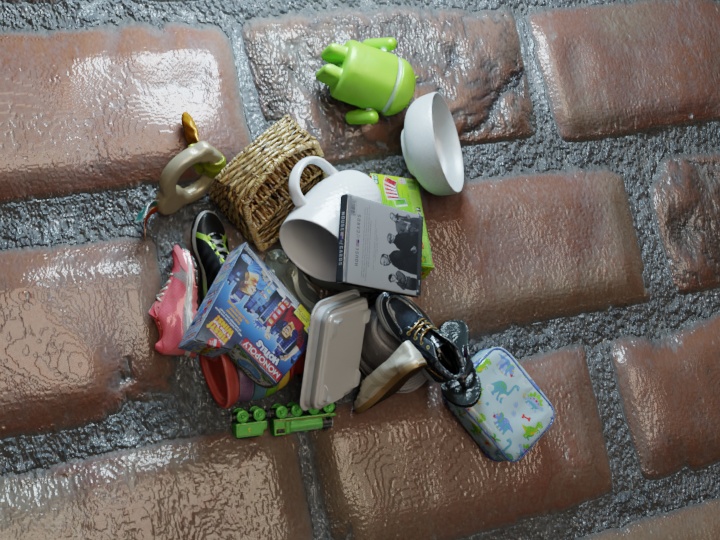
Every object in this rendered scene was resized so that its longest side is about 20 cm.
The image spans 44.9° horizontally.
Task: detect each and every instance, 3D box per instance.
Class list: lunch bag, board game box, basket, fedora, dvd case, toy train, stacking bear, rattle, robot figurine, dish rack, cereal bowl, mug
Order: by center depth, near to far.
[{"bbox_3d":[-0.193,0.093,1.432,0.200,0.062,0.200,50,50,-12],"label":"board game box"},{"bbox_3d":[0.037,-0.039,1.511,0.199,0.025,0.151,12,78,-45],"label":"dvd case"},{"bbox_3d":[-0.037,0.142,1.528,0.171,0.043,0.201,-18,120,-61],"label":"dish rack"},{"bbox_3d":[-0.163,0.160,1.529,0.199,0.121,0.114,-15,84,-30],"label":"stacking bear"},{"bbox_3d":[-0.348,-0.171,1.538,0.200,0.130,0.143,-42,85,5],"label":"rattle"},{"bbox_3d":[-0.054,-0.111,1.552,0.200,0.147,0.176,53,50,-23],"label":"mug"},{"bbox_3d":[-0.135,0.266,1.555,0.199,0.042,0.057,-3,91,-21],"label":"toy train"},{"bbox_3d":[-0.150,-0.160,1.562,0.149,0.143,0.200,46,68,-1],"label":"basket"},{"bbox_3d":[0.077,0.131,1.629,0.200,0.090,0.177,46,69,-8],"label":"fedora"},{"bbox_3d":[0.070,-0.085,1.651,0.101,0.048,0.201,5,58,-22],"label":"board game box"},{"bbox_3d":[0.018,-0.371,1.684,0.199,0.116,0.176,15,82,-18],"label":"robot figurine"},{"bbox_3d":[0.270,0.258,1.685,0.161,0.082,0.200,-43,96,-21],"label":"lunch bag"},{"bbox_3d":[0.132,-0.238,1.687,0.083,0.200,0.201,-11,83,20],"label":"cereal bowl"}]

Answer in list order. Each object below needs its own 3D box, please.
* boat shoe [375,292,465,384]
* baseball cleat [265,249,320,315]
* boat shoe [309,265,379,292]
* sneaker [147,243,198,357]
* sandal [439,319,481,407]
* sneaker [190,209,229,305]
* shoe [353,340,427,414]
[{"bbox_3d":[0.111,0.113,1.547,0.071,0.091,0.201,-40,93,-21],"label":"boat shoe"},{"bbox_3d":[-0.107,0.053,1.592,0.070,0.106,0.201,-35,66,10],"label":"baseball cleat"},{"bbox_3d":[0.000,0.000,1.641,0.199,0.071,0.064,5,60,-17],"label":"boat shoe"},{"bbox_3d":[-0.324,0.051,1.503,0.086,0.074,0.201,-2,80,-18],"label":"sneaker"},{"bbox_3d":[0.177,0.168,1.633,0.075,0.048,0.201,-14,46,7],"label":"sandal"},{"bbox_3d":[-0.240,-0.011,1.531,0.072,0.083,0.201,-9,88,-49],"label":"sneaker"},{"bbox_3d":[0.045,0.194,1.564,0.070,0.200,0.054,-17,68,-48],"label":"shoe"}]
